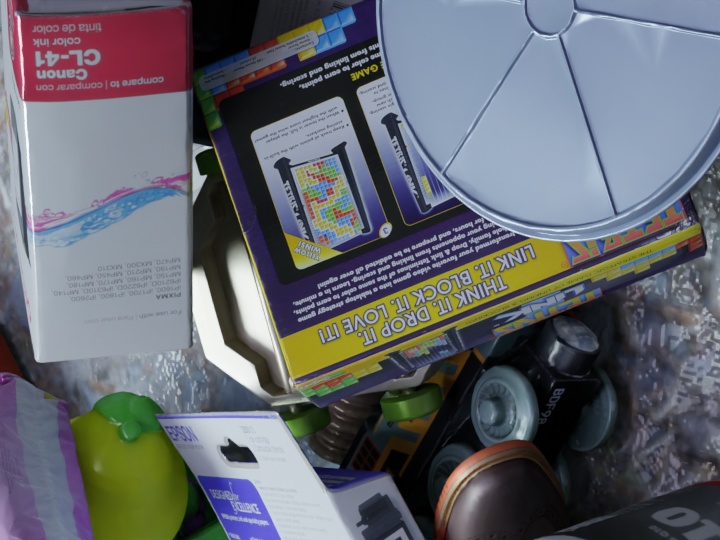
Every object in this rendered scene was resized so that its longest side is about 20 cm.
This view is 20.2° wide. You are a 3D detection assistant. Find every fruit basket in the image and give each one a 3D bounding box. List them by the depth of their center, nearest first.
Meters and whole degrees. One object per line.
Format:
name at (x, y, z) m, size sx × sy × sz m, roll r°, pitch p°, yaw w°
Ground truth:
fruit basket at (-0.166, 0.148, 1.205) m, size 0.155 × 0.215 × 0.218 m, roll 22°, pitch 111°, yaw 39°

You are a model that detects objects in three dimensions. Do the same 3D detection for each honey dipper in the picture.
honey dipper at (0.014, 0.015, 1.127) m, size 0.038 × 0.038 × 0.201 m, roll 33°, pitch 116°, yaw 36°

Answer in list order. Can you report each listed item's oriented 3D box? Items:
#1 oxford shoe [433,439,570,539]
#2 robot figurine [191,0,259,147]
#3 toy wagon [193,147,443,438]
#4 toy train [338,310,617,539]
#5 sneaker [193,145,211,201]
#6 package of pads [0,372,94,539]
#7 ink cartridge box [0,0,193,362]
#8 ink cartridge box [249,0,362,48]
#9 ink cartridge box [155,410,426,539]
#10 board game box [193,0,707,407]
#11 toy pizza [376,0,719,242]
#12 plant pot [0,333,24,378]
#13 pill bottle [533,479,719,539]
oxford shoe at (0.085, 0.164, 1.011) m, size 0.073 × 0.071 × 0.201 m, roll -120°, pitch 11°, yaw -45°
robot figurine at (-0.078, -0.172, 1.113) m, size 0.150 × 0.124 × 0.202 m, roll 32°, pitch 117°, yaw 43°
toy wagon at (0.000, 0.000, 1.025) m, size 0.199 × 0.040 × 0.157 m, roll -11°, pitch 99°, yaw 28°
toy train at (0.056, 0.090, 1.072) m, size 0.114 × 0.085 × 0.201 m, roll 51°, pitch 128°, yaw 37°
sneaker at (-0.066, -0.036, 1.161) m, size 0.199 × 0.077 × 0.100 m, roll 5°, pitch 92°, yaw 51°
package of pads at (-0.237, 0.156, 1.114) m, size 0.199 × 0.075 × 0.121 m, roll -32°, pitch 54°, yaw 24°
ink cartridge box at (-0.131, -0.077, 0.995) m, size 0.148 × 0.085 × 0.201 m, roll -111°, pitch 21°, yaw -52°
ink cartridge box at (0.040, -0.082, 1.043) m, size 0.199 × 0.067 × 0.118 m, roll 22°, pitch 112°, yaw 20°
ink cartridge box at (-0.017, 0.151, 1.063) m, size 0.201 × 0.043 × 0.198 m, roll 61°, pitch 158°, yaw -9°
board game box at (0.040, -0.051, 0.943) m, size 0.199 × 0.057 × 0.167 m, roll -21°, pitch 73°, yaw 6°
toy pizza at (0.089, -0.113, 0.866) m, size 0.199 × 0.032 × 0.202 m, roll 6°, pitch 100°, yaw 39°
plant pot at (-0.316, 0.139, 1.367) m, size 0.176 × 0.199 × 0.201 m, roll -42°, pitch 68°, yaw 28°
pill bottle at (0.123, 0.170, 0.933) m, size 0.113 × 0.199 × 0.115 m, roll 9°, pitch 103°, yaw 42°
